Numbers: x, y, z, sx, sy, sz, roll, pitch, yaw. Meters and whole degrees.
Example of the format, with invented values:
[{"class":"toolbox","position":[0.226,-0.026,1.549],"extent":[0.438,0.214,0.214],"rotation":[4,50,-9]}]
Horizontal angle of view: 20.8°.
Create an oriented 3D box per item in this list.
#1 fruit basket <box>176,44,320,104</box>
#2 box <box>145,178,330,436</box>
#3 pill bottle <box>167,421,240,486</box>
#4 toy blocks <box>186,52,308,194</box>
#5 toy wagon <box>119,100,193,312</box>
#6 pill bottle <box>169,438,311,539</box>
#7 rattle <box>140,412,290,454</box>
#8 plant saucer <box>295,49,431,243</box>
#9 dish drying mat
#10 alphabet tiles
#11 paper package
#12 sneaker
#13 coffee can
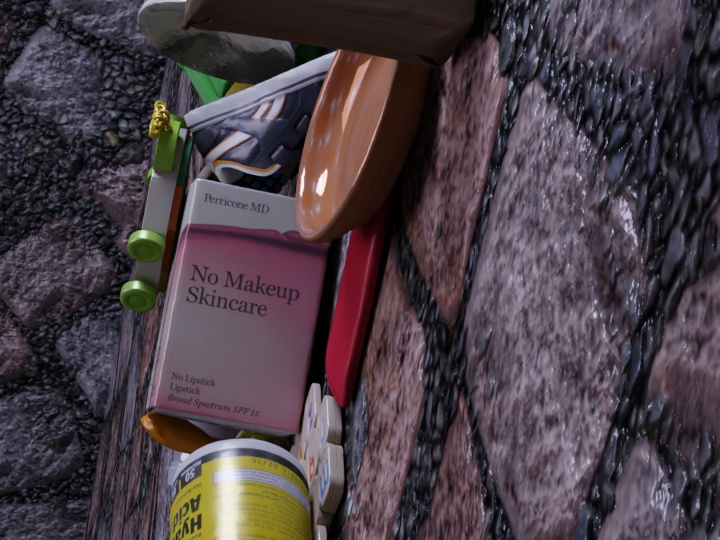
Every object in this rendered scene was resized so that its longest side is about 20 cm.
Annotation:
[{"class":"fruit basket","position":[-0.103,-0.277,1.934],"extent":[0.216,0.155,0.216],"rotation":[172,90,-72]},{"class":"box","position":[-0.103,0.034,1.684],"extent":[0.109,0.127,0.201],"rotation":[150,130,-79]},{"class":"pill bottle","position":[-0.140,0.113,1.905],"extent":[0.104,0.104,0.201],"rotation":[156,122,-77]},{"class":"toy blocks","position":[-0.094,-0.105,1.796],"extent":[0.200,0.100,0.137],"rotation":[-53,13,1]},{"class":"toy wagon","position":[-0.176,-0.066,1.733],"extent":[0.200,0.039,0.156],"rotation":[106,173,-49]},{"class":"pill bottle","position":[-0.090,0.234,1.483],"extent":[0.200,0.111,0.112],"rotation":[-96,18,-49]},{"class":"rattle","position":[-0.144,0.227,1.777],"extent":[0.130,0.142,0.200],"rotation":[59,138,33]},{"class":"plant saucer","position":[0.005,-0.113,1.452],"extent":[0.200,0.037,0.201],"rotation":[-163,90,-74]},{"class":"dish drying mat","position":[0.000,0.000,1.509],"extent":[0.077,0.018,0.201],"rotation":[-111,31,-65]},{"class":"alphabet tiles","position":[-0.042,0.199,1.586],"extent":[0.196,0.015,0.200],"rotation":[-93,16,-46]},{"class":"paper package","position":[-0.012,-0.252,1.307],"extent":[0.103,0.190,0.201],"rotation":[144,132,-71]},{"class":"sneaker","position":[-0.058,-0.131,1.669],"extent":[0.200,0.078,0.080],"rotation":[-19,96,40]},{"class":"coffee can","position":[-0.101,-0.289,1.752],"extent":[0.146,0.146,0.201],"rotation":[132,157,-70]}]
